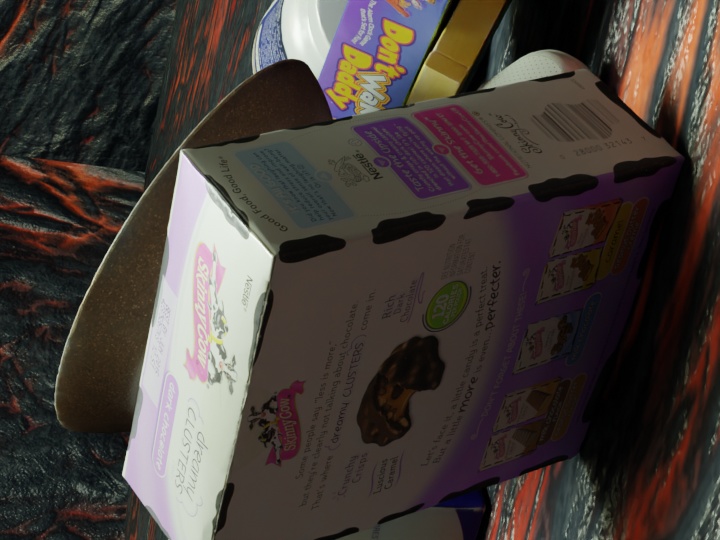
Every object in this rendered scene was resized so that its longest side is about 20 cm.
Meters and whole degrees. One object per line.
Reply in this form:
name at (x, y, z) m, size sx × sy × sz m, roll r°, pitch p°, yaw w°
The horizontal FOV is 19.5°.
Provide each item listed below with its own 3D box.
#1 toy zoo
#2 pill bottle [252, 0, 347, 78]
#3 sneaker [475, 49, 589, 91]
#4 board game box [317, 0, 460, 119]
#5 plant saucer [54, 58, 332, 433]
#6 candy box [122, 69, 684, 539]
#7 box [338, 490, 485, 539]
toy zoo at (0.052, -0.112, 1.034) m, size 0.201 × 0.020 × 0.131 m, roll -62°, pitch -2°, yaw -30°
pill bottle at (0.002, -0.143, 1.283) m, size 0.200 × 0.115 × 0.117 m, roll 158°, pitch 118°, yaw -79°
sneaker at (0.023, -0.030, 0.914) m, size 0.074 × 0.116 × 0.200 m, roll 36°, pitch 87°, yaw 35°
board game box at (0.031, -0.144, 1.036) m, size 0.135 × 0.045 × 0.200 m, roll -61°, pitch -2°, yaw -32°
plant saucer at (-0.066, -0.003, 0.965) m, size 0.201 × 0.034 × 0.200 m, roll -53°, pitch -14°, yaw -19°
candy box at (0.015, 0.019, 0.844) m, size 0.072 × 0.199 × 0.168 m, roll 47°, pitch 137°, yaw 36°
box at (-0.010, 0.150, 1.186) m, size 0.200 × 0.104 × 0.185 m, roll -103°, pitch 22°, yaw -61°
